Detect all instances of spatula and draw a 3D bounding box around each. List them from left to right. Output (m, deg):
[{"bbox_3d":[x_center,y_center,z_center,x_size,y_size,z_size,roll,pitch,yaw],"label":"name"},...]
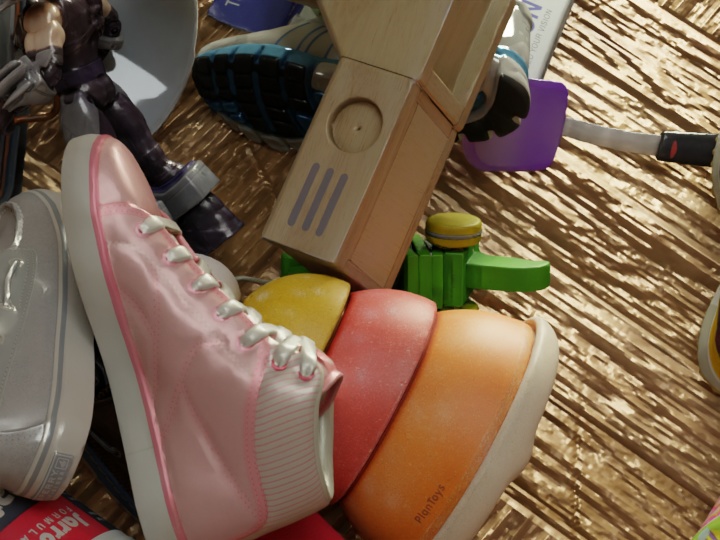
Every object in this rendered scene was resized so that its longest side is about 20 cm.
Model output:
[{"bbox_3d":[0.153,-0.074,1.234,0.199,0.057,0.021,7,21,-12],"label":"spatula"}]

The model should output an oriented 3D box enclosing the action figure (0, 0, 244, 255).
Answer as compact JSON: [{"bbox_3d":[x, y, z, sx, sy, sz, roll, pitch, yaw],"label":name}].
[{"bbox_3d":[-0.141,-0.086,1.117,0.200,0.069,0.130,64,30,-10],"label":"action figure"}]

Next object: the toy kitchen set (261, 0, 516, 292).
[{"bbox_3d":[-0.062,-0.117,1.081,0.200,0.163,0.181,20,82,24],"label":"toy kitchen set"}]

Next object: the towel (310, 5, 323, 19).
[{"bbox_3d":[0.010,-0.225,1.251,0.152,0.023,0.200,-29,40,-3],"label":"towel"}]

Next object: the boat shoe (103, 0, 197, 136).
[{"bbox_3d":[-0.128,-0.156,1.227,0.070,0.066,0.201,5,76,-10],"label":"boat shoe"}]

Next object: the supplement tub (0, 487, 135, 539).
[{"bbox_3d":[-0.181,0.152,0.982,0.200,0.140,0.140,33,59,13],"label":"supplement tub"}]

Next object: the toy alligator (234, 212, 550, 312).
[{"bbox_3d":[0.000,0.000,1.161,0.199,0.059,0.054,-2,16,-7],"label":"toy alligator"}]

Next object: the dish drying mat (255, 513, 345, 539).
[{"bbox_3d":[-0.014,0.169,0.991,0.077,0.018,0.200,-43,55,-9],"label":"dish drying mat"}]

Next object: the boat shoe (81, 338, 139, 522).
[{"bbox_3d":[-0.110,0.071,1.084,0.200,0.072,0.072,32,59,12],"label":"boat shoe"}]

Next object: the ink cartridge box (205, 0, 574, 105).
[{"bbox_3d":[0.035,-0.196,1.293,0.200,0.041,0.200,20,58,5],"label":"ink cartridge box"}]

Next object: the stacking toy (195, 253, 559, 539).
[{"bbox_3d":[-0.017,0.046,1.049,0.200,0.146,0.146,30,58,-5],"label":"stacking toy"}]

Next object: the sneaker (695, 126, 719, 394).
[{"bbox_3d":[0.236,-0.027,1.177,0.075,0.090,0.200,15,62,-14],"label":"sneaker"}]

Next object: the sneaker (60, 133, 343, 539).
[{"bbox_3d":[-0.065,0.026,0.980,0.104,0.075,0.201,-16,85,9],"label":"sneaker"}]

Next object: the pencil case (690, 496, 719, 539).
[{"bbox_3d":[0.222,0.128,1.090,0.087,0.088,0.200,37,59,15],"label":"pencil case"}]

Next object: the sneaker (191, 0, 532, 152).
[{"bbox_3d":[0.005,-0.118,1.201,0.199,0.075,0.087,2,51,19],"label":"sneaker"}]

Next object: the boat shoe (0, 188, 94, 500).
[{"bbox_3d":[-0.166,0.025,0.998,0.068,0.072,0.200,19,38,-23],"label":"boat shoe"}]

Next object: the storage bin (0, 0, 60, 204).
[{"bbox_3d":[-0.231,-0.132,1.158,0.145,0.134,0.200,3,58,-6],"label":"storage bin"}]
